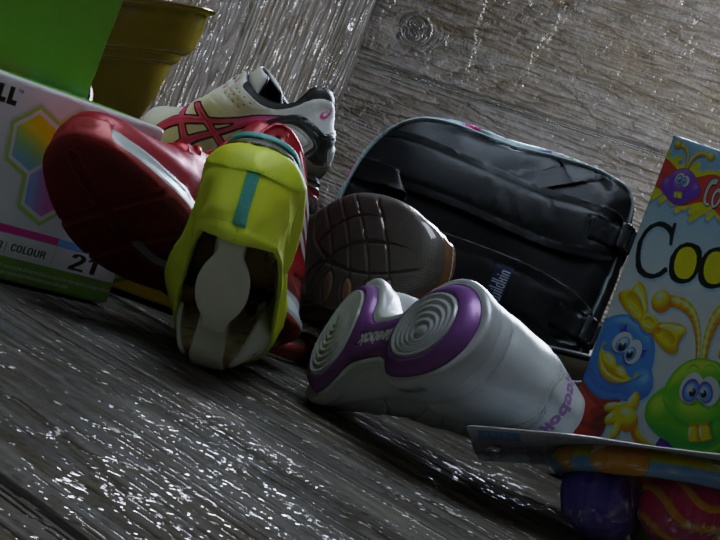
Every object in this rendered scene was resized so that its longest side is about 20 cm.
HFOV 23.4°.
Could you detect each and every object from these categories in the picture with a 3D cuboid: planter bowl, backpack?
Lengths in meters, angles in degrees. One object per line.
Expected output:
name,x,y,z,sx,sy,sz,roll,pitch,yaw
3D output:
planter bowl,-0.198,-0.139,1.162,0.199,0.084,0.200,4,5,0
backpack,0.075,-0.007,1.219,0.199,0.178,0.151,22,-17,4

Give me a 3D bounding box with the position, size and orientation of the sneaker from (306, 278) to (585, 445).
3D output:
sneaker,0.037,0.056,0.866,0.099,0.075,0.200,35,-12,-19

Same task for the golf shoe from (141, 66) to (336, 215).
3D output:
golf shoe,-0.085,-0.099,1.233,0.072,0.093,0.199,20,-2,-44

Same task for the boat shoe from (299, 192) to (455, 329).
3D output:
boat shoe,0.000,0.000,1.058,0.072,0.076,0.200,23,-12,-31

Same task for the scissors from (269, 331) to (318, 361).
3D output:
scissors,-0.039,0.044,1.112,0.073,0.014,0.200,18,2,-6

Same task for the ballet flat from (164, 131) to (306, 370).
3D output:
ballet flat,-0.067,0.009,0.861,0.066,0.067,0.200,13,-31,-3

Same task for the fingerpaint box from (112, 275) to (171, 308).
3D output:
fingerpaint box,-0.157,-0.037,1.130,0.166,0.074,0.200,20,3,-4

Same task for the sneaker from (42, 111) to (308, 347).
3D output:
sneaker,-0.095,-0.050,0.950,0.078,0.116,0.200,-10,-36,25

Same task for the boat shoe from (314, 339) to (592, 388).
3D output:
boat shoe,0.070,0.059,1.023,0.199,0.061,0.074,20,20,-18

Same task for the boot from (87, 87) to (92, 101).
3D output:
boot,-0.230,-0.130,0.943,0.199,0.167,0.072,-18,48,-32

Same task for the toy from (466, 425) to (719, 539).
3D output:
toy,0.149,0.106,0.793,0.199,0.048,0.115,3,-14,7

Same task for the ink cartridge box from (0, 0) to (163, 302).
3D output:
ink cartridge box,-0.176,-0.100,0.923,0.076,0.201,0.147,23,4,39

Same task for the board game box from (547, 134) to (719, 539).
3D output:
board game box,0.203,0.042,0.980,0.105,0.201,0.103,22,3,34
